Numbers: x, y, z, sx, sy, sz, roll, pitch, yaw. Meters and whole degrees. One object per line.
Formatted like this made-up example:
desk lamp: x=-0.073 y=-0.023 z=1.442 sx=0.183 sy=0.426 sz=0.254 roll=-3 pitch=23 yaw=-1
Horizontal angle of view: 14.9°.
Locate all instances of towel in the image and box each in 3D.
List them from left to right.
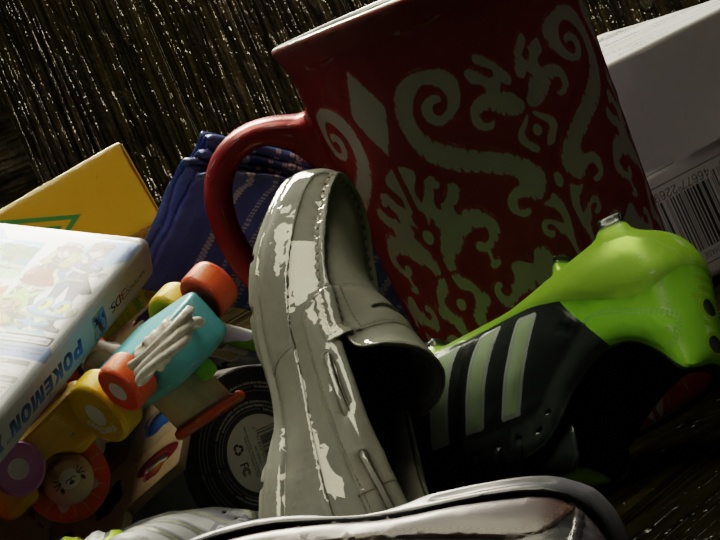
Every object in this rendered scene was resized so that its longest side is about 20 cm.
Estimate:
towel: x=0.000 y=0.000 z=1.264 sx=0.199 sy=0.024 sz=0.145 roll=15 pitch=-29 yaw=-11

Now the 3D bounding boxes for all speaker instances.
speaker: x=-0.095 y=0.092 z=1.284 sx=0.081 sy=0.082 sz=0.200 roll=-27 pitch=7 yaw=-32

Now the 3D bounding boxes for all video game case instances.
video game case: x=-0.213 y=0.030 z=1.147 sx=0.199 sy=0.022 sz=0.182 roll=6 pitch=33 yaw=21

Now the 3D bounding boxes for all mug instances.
mug: x=0.046 y=-0.021 z=1.162 sx=0.177 sy=0.201 sz=0.133 roll=-20 pitch=7 yaw=36

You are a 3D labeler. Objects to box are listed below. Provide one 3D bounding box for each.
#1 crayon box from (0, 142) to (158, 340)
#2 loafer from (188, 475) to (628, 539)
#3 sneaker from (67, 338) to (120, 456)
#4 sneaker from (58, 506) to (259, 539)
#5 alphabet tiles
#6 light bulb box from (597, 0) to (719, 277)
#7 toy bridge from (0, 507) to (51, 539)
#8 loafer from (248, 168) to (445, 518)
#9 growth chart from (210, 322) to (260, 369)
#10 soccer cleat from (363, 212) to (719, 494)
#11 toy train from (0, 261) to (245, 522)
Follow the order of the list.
crayon box: x=-0.155 y=0.011 z=1.352 sx=0.199 sy=0.051 sz=0.127 roll=-30 pitch=-19 yaw=-6
loafer: x=-0.014 y=0.114 z=0.855 sx=0.199 sy=0.072 sz=0.063 roll=-19 pitch=11 yaw=16
sneaker: x=-0.178 y=0.058 z=1.260 sx=0.200 sy=0.085 sz=0.077 roll=-28 pitch=30 yaw=46
sneaker: x=-0.063 y=0.118 z=1.003 sx=0.081 sy=0.074 sz=0.200 roll=-21 pitch=7 yaw=-8
alphabet tiles: x=-0.127 y=0.093 z=1.229 sx=0.166 sy=0.006 sz=0.200 roll=-41 pitch=23 yaw=26
light bulb box: x=0.124 y=-0.049 z=1.465 sx=0.198 sy=0.125 sz=0.200 roll=-26 pitch=6 yaw=-20
toy bridge: x=-0.207 y=0.143 z=1.258 sx=0.200 sy=0.027 sz=0.067 roll=-31 pitch=24 yaw=41
loafer: x=0.000 y=0.041 z=1.036 sx=0.069 sy=0.070 sz=0.201 roll=-21 pitch=51 yaw=21
growth chart: x=-0.072 y=0.055 z=1.492 sx=0.144 sy=0.018 sz=0.200 roll=17 pitch=-16 yaw=-27
soccer cleat: x=0.059 y=0.059 z=1.061 sx=0.067 sy=0.081 sz=0.200 roll=17 pitch=-45 yaw=-40
toy train: x=-0.116 y=0.084 z=1.105 sx=0.200 sy=0.056 sz=0.150 roll=-41 pitch=10 yaw=17
